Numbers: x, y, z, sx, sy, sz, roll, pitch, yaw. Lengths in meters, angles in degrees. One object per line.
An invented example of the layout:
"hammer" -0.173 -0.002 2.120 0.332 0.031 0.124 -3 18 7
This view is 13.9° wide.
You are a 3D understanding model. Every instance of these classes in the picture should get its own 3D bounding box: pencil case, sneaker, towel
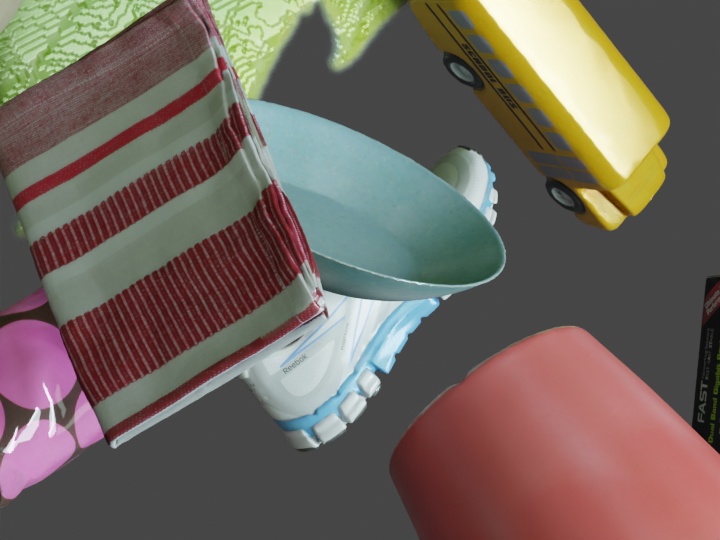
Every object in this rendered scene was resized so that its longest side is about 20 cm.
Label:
"pencil case" -0.147 0.039 1.577 0.200 0.091 0.094 -34 82 -27
"sneaker" 0.000 0.000 1.671 0.087 0.075 0.200 42 73 -22
"towel" -0.108 -0.029 1.513 0.023 0.144 0.201 24 38 -60

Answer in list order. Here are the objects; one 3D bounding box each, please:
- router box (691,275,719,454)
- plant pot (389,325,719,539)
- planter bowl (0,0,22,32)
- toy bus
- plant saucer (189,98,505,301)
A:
"router box" 0.283 0.105 1.865 0.149 0.062 0.201 4 93 -33
"plant pot" 0.121 0.143 1.675 0.200 0.201 0.178 -26 67 -27
"planter bowl" -0.232 -0.178 1.448 0.135 0.200 0.201 -17 106 -57
"toy bus" 0.113 -0.110 1.724 0.065 0.078 0.200 -50 118 -17
"plant saucer" -0.020 -0.029 1.596 0.200 0.201 0.039 10 115 -33
